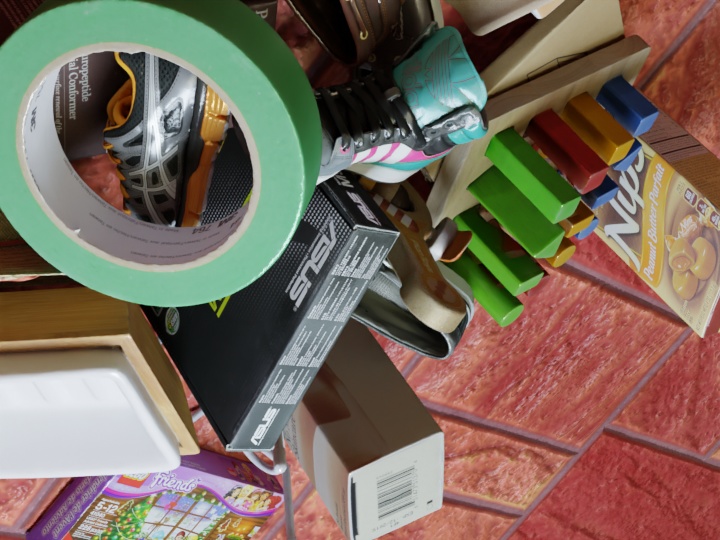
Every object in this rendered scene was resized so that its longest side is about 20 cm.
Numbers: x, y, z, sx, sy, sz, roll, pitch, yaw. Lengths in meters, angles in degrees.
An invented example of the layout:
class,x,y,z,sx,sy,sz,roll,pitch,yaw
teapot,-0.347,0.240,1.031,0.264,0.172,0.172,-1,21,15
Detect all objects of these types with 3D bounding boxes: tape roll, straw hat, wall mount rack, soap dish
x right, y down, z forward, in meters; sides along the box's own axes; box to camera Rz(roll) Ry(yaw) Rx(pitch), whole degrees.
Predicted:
class,x,y,z,sx,sy,sz,roll,pitch,yaw
tape roll,-0.124,-0.075,0.880,0.200,0.048,0.201,7,124,10
straw hat,-0.247,-0.033,0.992,0.201,0.201,0.085,-3,88,-34
wall mount rack,-0.092,0.130,1.203,0.075,0.174,0.200,-37,143,-28
soap dish,-0.228,0.080,1.066,0.199,0.081,0.157,-3,144,13

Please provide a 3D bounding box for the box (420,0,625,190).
class,x,y,z,sx,sy,sz,roll,pitch,yaw
box,0.129,-0.135,1.187,0.200,0.021,0.164,-42,160,-1

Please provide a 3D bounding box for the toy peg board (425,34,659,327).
class,x,y,z,sx,sy,sz,roll,pitch,yaw
toy peg board,0.155,-0.060,1.205,0.199,0.098,0.200,-26,154,-33

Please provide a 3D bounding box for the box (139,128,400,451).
class,x,y,z,sx,sy,sz,roll,pitch,yaw
box,-0.077,-0.008,1.067,0.047,0.193,0.200,9,123,-39

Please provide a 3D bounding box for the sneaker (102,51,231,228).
class,x,y,z,sx,sy,sz,roll,pitch,yaw
sneaker,-0.129,-0.079,0.956,0.077,0.078,0.200,10,130,-11

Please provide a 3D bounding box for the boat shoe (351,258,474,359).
class,x,y,z,sx,sy,sz,roll,pitch,yaw
boat shoe,0.000,0.000,1.157,0.200,0.071,0.072,27,129,-7

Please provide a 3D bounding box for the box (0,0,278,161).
class,x,y,z,sx,sy,sz,roll,pitch,yaw
box,-0.159,-0.136,0.980,0.200,0.075,0.100,-17,136,-26

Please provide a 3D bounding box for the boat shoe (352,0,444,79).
class,x,y,z,sx,sy,sz,roll,pitch,yaw
boat shoe,0.019,-0.161,1.091,0.059,0.072,0.200,-28,145,-16

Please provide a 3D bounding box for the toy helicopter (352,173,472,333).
class,x,y,z,sx,sy,sz,roll,pitch,yaw
toy helicopter,0.033,-0.020,1.072,0.132,0.200,0.079,26,114,-35

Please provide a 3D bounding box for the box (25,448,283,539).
class,x,y,z,sx,sy,sz,roll,pitch,yaw
box,-0.177,0.218,1.330,0.137,0.039,0.200,-50,139,14

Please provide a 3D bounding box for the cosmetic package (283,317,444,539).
class,x,y,z,sx,sy,sz,roll,pitch,yaw
cosmetic package,-0.017,0.111,1.222,0.087,0.200,0.104,-21,136,-17

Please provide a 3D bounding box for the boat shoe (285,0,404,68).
class,x,y,z,sx,sy,sz,roll,pitch,yaw
boat shoe,-0.040,-0.210,0.947,0.200,0.070,0.070,45,69,-37

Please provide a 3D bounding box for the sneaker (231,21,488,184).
class,x,y,z,sx,sy,sz,roll,pitch,yaw
sneaker,0.018,-0.106,0.961,0.121,0.084,0.200,-33,166,31

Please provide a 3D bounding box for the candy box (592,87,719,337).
class,x,y,z,sx,sy,sz,roll,pitch,yaw
candy box,0.261,-0.052,1.271,0.055,0.200,0.116,-15,135,-29

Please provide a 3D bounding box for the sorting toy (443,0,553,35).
class,x,y,z,sx,sy,sz,roll,pitch,yaw
sorting toy,0.047,-0.235,0.925,0.200,0.185,0.037,35,70,-19

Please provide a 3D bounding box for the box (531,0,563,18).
class,x,y,z,sx,sy,sz,roll,pitch,yaw
box,0.145,-0.303,1.018,0.200,0.106,0.152,-41,140,4
